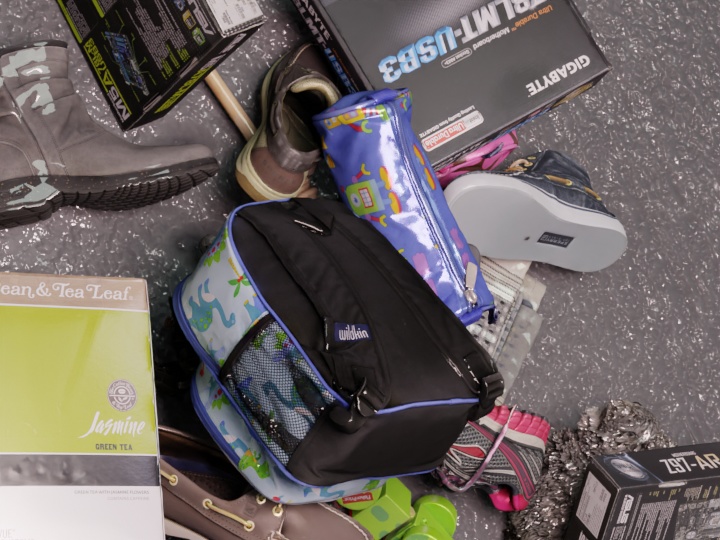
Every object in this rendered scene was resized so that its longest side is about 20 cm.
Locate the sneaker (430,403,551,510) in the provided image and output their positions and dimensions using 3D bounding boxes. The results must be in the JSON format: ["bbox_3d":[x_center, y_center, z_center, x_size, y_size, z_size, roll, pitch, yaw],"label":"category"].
[{"bbox_3d":[0.064,0.130,1.530,0.199,0.080,0.075,18,77,-31],"label":"sneaker"}]

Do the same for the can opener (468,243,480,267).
[{"bbox_3d":[0.000,0.000,1.559,0.199,0.053,0.067,10,75,-28],"label":"can opener"}]

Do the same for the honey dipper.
[{"bbox_3d":[-0.092,-0.119,1.598,0.038,0.038,0.201,-32,88,-33],"label":"honey dipper"}]

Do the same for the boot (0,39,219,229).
[{"bbox_3d":[-0.209,-0.111,1.493,0.198,0.070,0.133,-9,78,-19],"label":"boot"}]

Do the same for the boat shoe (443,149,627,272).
[{"bbox_3d":[0.129,-0.059,1.659,0.199,0.071,0.091,16,36,-41],"label":"boat shoe"}]

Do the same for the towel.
[{"bbox_3d":[0.052,0.029,1.622,0.199,0.034,0.193,35,57,-15],"label":"towel"}]

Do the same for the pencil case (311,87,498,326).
[{"bbox_3d":[0.034,-0.040,1.504,0.078,0.087,0.201,-24,94,-39],"label":"pencil case"}]

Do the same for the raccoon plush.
[{"bbox_3d":[0.178,0.192,1.582,0.096,0.134,0.201,24,63,-21],"label":"raccoon plush"}]

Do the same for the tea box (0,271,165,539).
[{"bbox_3d":[-0.252,0.110,1.375,0.199,0.133,0.198,4,73,-28],"label":"tea box"}]

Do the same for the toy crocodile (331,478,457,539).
[{"bbox_3d":[0.019,0.184,1.544,0.200,0.062,0.068,47,22,-13],"label":"toy crocodile"}]

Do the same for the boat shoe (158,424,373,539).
[{"bbox_3d":[-0.077,0.164,1.409,0.199,0.060,0.072,20,33,19],"label":"boat shoe"}]

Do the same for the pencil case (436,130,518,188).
[{"bbox_3d":[0.057,-0.170,1.667,0.093,0.091,0.201,-19,81,-31],"label":"pencil case"}]

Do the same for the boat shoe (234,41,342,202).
[{"bbox_3d":[-0.041,-0.122,1.574,0.073,0.065,0.201,37,36,-18],"label":"boat shoe"}]

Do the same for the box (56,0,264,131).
[{"bbox_3d":[-0.170,-0.228,1.498,0.047,0.193,0.201,-26,86,-31],"label":"box"}]

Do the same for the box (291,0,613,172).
[{"bbox_3d":[0.069,-0.196,1.608,0.199,0.050,0.199,-28,82,-21],"label":"box"}]

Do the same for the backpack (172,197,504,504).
[{"bbox_3d":[-0.033,0.057,1.391,0.182,0.147,0.200,-4,50,-51],"label":"backpack"}]

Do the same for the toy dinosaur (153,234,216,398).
[{"bbox_3d":[-0.100,0.064,1.499,0.135,0.102,0.201,17,36,-44],"label":"toy dinosaur"}]

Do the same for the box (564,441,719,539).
[{"bbox_3d":[0.228,0.231,1.574,0.159,0.201,0.044,-4,32,-29],"label":"box"}]
